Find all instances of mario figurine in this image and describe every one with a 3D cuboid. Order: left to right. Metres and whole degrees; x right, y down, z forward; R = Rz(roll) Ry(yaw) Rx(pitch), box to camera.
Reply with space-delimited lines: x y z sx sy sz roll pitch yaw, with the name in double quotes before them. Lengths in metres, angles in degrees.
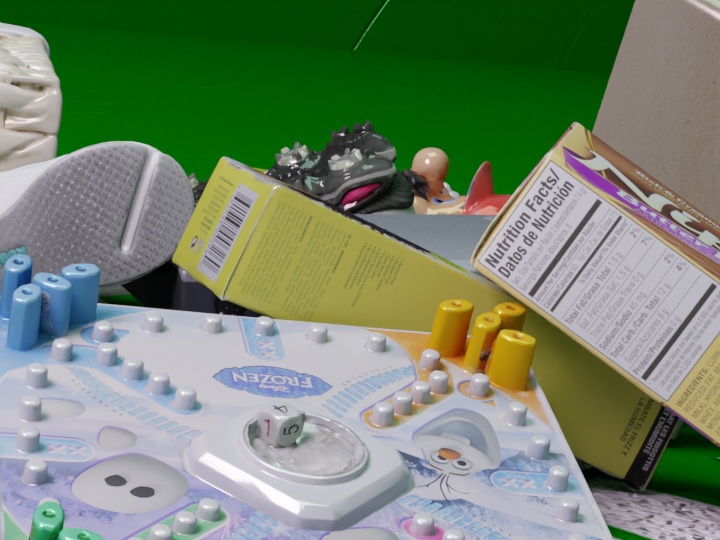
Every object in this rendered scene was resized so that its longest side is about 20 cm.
"mario figurine" -0.004 -0.036 1.209 0.199 0.106 0.124 2 38 9

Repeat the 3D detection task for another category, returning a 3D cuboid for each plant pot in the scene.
"plant pot" 0.281 -0.074 1.488 0.177 0.201 0.199 30 20 35

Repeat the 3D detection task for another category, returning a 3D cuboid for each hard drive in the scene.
"hard drive" 0.000 0.000 1.001 0.199 0.033 0.140 0 10 -19

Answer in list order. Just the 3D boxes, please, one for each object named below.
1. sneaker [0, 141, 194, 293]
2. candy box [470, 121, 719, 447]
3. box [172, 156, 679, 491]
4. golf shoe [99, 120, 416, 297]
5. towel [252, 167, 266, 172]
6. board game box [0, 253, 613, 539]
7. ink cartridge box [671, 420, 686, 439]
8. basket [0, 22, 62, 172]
"sneaker" -0.166 -0.004 0.933 0.199 0.071 0.080 -13 4 -5
"candy box" 0.142 0.026 0.861 0.200 0.057 0.117 37 14 3
"box" 0.029 0.021 0.880 0.199 0.050 0.075 26 2 -25
"golf shoe" -0.066 -0.005 1.117 0.199 0.088 0.077 -13 24 17
"towel" -0.039 -0.049 1.573 0.086 0.018 0.200 10 7 -19
"board game box" -0.018 0.056 0.725 0.199 0.026 0.200 6 26 -14
"ink cartridge box" 0.074 0.044 1.010 0.199 0.039 0.099 4 9 -14
"basket" -0.239 -0.050 1.034 0.199 0.136 0.123 4 12 -20
